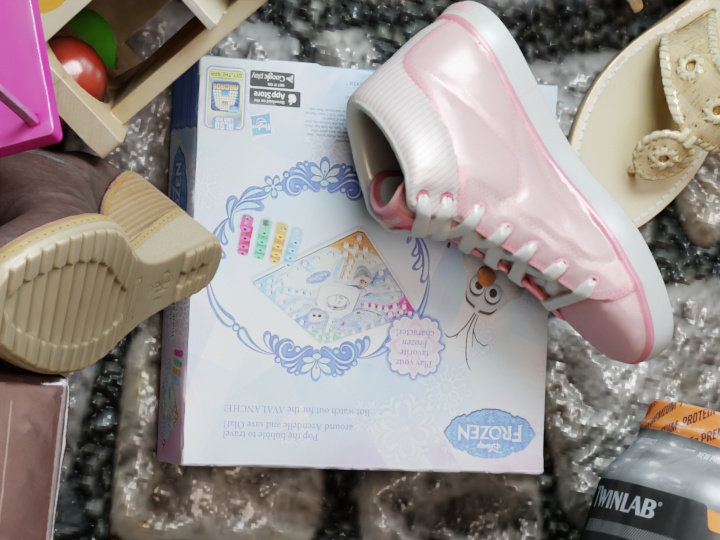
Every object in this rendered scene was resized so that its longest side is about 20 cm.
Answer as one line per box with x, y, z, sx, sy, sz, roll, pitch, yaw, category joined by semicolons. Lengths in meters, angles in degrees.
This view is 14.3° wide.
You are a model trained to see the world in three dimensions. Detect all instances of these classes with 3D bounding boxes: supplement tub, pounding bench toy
0.164;0.176;1.469;0.122;0.122;0.201;21;81;-22;supplement tub
-0.111;-0.164;1.358;0.156;0.200;0.124;-40;105;14;pounding bench toy

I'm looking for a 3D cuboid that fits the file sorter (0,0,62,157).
-0.247;-0.110;1.191;0.199;0.125;0.140;-14;74;9;file sorter

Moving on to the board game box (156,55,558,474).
0.000;0.000;1.440;0.199;0.043;0.201;4;87;-24;board game box

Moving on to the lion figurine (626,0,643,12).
0.167;-0.197;1.457;0.122;0.200;0.073;-32;81;10;lion figurine

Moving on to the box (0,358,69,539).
-0.249;0.111;1.259;0.199;0.166;0.165;7;91;-22;box

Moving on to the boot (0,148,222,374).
-0.170;-0.021;1.266;0.166;0.200;0.073;24;105;19;boot

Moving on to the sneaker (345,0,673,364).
0.064;-0.023;1.404;0.104;0.075;0.201;-34;95;-26;sneaker

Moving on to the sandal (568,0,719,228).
0.190;-0.107;1.508;0.078;0.070;0.212;46;73;-16;sandal
